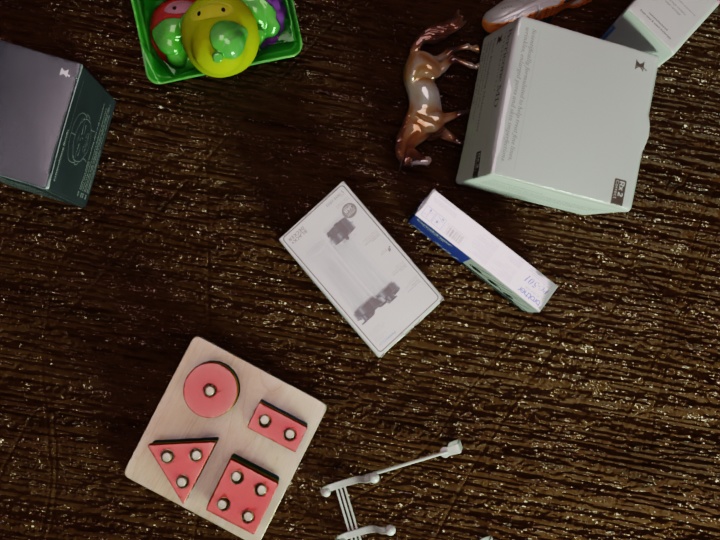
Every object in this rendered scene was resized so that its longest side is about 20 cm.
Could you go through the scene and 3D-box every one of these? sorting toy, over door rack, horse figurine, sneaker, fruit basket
[{"bbox_3d":[-0.173,0.218,1.284,0.197,0.070,0.202,28,87,-2],"label":"sorting toy"},{"bbox_3d":[0.062,0.318,1.294,0.197,0.067,0.150,-18,89,-4],"label":"over door rack"},{"bbox_3d":[0.102,-0.235,1.328,0.131,0.050,0.203,-4,90,-9],"label":"horse figurine"},{"bbox_3d":[0.237,-0.378,1.335,0.198,0.076,0.093,-28,82,-11],"label":"sneaker"},{"bbox_3d":[-0.177,-0.304,1.240,0.212,0.216,0.158,-12,88,-3],"label":"fruit basket"}]

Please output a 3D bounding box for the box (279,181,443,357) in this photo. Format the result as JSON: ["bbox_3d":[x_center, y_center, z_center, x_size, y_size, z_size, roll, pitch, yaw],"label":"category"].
[{"bbox_3d":[0.000,0.000,1.306,0.116,0.060,0.200,-42,90,-4],"label":"box"}]

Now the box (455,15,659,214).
[{"bbox_3d":[0.246,-0.189,1.276,0.197,0.131,0.202,13,86,-15],"label":"box"}]

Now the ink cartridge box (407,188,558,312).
[{"bbox_3d":[0.154,-0.023,1.299,0.199,0.094,0.044,38,86,0],"label":"ink cartridge box"}]

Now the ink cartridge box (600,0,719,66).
[{"bbox_3d":[0.417,-0.359,1.301,0.085,0.145,0.200,44,86,1],"label":"ink cartridge box"}]

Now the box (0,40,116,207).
[{"bbox_3d":[-0.383,-0.170,1.223,0.106,0.200,0.150,16,86,-3],"label":"box"}]
